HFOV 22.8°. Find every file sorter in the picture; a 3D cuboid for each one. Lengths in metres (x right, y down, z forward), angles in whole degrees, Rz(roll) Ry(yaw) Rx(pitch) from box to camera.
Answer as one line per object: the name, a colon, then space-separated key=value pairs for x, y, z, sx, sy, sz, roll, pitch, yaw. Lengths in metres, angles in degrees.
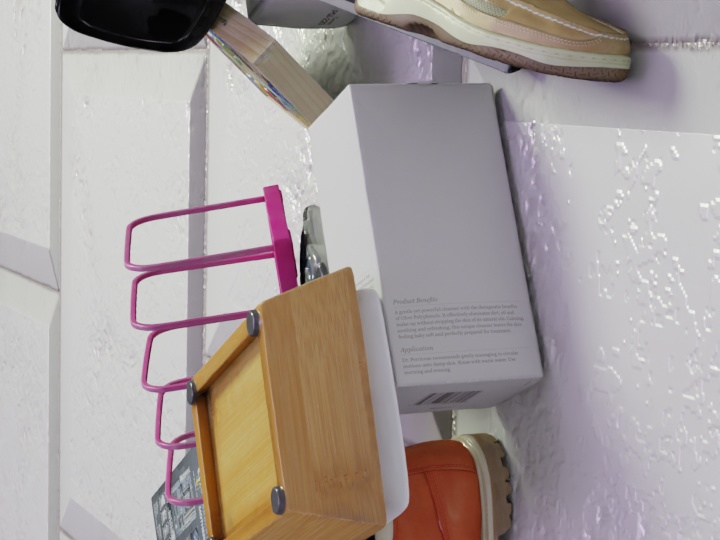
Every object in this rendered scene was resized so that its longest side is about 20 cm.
file sorter: x=-0.102 y=0.058 z=1.340 sx=0.139 sy=0.125 sz=0.200 roll=-107 pitch=8 yaw=-71

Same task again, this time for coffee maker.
coffee maker: x=-0.161 y=-0.264 z=1.338 sx=0.192 sy=0.134 sz=0.200 roll=94 pitch=173 yaw=-56

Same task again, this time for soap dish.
soap dish: x=-0.045 y=0.105 z=1.116 sx=0.200 sy=0.081 sz=0.158 roll=135 pitch=130 yaw=-61

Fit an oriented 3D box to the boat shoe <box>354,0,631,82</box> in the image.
boat shoe: x=0.078 y=-0.165 z=1.055 sx=0.200 sy=0.072 sz=0.076 roll=23 pitch=102 yaw=36

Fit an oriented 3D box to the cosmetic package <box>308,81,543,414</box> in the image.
cosmetic package: x=0.040 y=-0.015 z=1.146 sx=0.085 sy=0.107 sz=0.200 roll=139 pitch=127 yaw=-61

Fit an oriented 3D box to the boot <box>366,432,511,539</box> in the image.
boot: x=0.042 y=0.210 z=1.157 sx=0.075 sy=0.107 sz=0.200 roll=-16 pitch=79 yaw=63

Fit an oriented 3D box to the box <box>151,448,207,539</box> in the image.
box: x=-0.130 y=0.266 z=1.591 sx=0.158 sy=0.051 sz=0.200 roll=128 pitch=135 yaw=-54

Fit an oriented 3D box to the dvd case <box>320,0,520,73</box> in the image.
dvd case: x=0.030 y=-0.228 z=1.134 sx=0.200 sy=0.025 sz=0.150 roll=25 pitch=119 yaw=27

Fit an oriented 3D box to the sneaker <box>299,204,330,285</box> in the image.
sneaker: x=0.000 y=0.000 z=1.276 sx=0.200 sy=0.087 sz=0.075 roll=-109 pitch=17 yaw=-73

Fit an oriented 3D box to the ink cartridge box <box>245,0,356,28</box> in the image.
ink cartridge box: x=-0.035 y=-0.296 z=1.319 sx=0.146 sy=0.085 sz=0.200 roll=147 pitch=116 yaw=-62

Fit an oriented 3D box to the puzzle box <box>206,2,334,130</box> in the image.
puzzle box: x=-0.068 y=-0.151 z=1.359 sx=0.025 sy=0.133 sz=0.200 roll=-47 pitch=33 yaw=0
